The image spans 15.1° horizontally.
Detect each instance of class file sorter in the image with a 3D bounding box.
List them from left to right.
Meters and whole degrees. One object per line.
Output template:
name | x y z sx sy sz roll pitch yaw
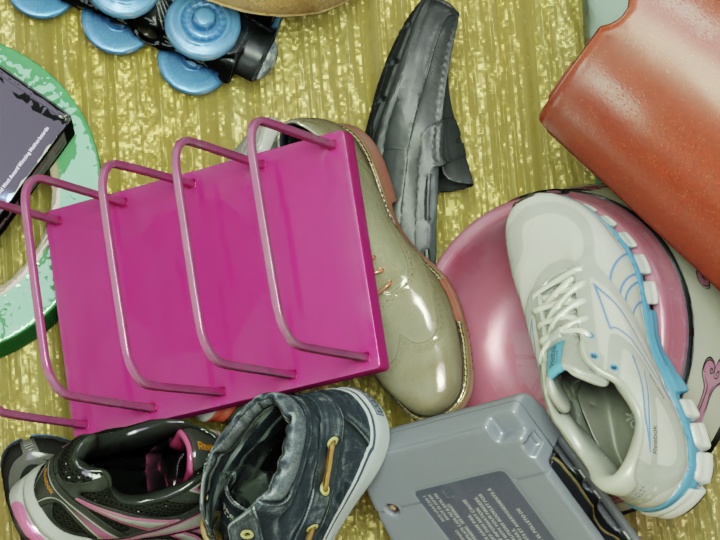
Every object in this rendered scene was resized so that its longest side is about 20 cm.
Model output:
file sorter | -0.109 0.003 1.514 0.200 0.125 0.139 -14 77 23

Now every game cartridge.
game cartridge | 0.091 0.159 1.558 0.200 0.133 0.041 54 38 -23

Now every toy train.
toy train | -0.131 -0.191 1.663 0.200 0.087 0.114 26 71 0

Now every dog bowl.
dog bowl | 0.118 0.043 1.583 0.200 0.074 0.200 -5 80 31

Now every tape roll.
tape roll | -0.255 -0.042 1.645 0.200 0.048 0.200 1 80 -3

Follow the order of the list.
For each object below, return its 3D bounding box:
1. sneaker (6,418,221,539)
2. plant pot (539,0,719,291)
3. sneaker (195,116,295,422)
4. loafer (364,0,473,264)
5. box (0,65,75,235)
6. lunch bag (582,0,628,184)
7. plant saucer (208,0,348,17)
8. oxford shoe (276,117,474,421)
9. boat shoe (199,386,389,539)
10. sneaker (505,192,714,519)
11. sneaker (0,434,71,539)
sneaker | -0.096 0.123 1.565 0.200 0.086 0.080 -7 62 -34
plant pot | 0.217 -0.081 1.503 0.195 0.201 0.201 38 80 4
sneaker | -0.054 0.006 1.636 0.082 0.077 0.200 17 66 -21
loafer | 0.036 -0.066 1.656 0.070 0.068 0.201 13 84 -6
box | -0.289 -0.052 1.598 0.160 0.044 0.200 35 80 4
lunch bag | 0.237 -0.136 1.651 0.200 0.122 0.170 -4 79 3
plant saucer | -0.072 -0.240 1.644 0.200 0.035 0.200 16 48 -18
oxford shoe | 0.000 0.000 1.575 0.071 0.074 0.200 -35 68 18
boat shoe | -0.063 0.152 1.520 0.071 0.091 0.200 34 106 34
sneaker | 0.124 0.039 1.486 0.075 0.087 0.200 -37 64 25
sneaker | -0.153 0.185 1.586 0.071 0.083 0.200 -24 80 2
